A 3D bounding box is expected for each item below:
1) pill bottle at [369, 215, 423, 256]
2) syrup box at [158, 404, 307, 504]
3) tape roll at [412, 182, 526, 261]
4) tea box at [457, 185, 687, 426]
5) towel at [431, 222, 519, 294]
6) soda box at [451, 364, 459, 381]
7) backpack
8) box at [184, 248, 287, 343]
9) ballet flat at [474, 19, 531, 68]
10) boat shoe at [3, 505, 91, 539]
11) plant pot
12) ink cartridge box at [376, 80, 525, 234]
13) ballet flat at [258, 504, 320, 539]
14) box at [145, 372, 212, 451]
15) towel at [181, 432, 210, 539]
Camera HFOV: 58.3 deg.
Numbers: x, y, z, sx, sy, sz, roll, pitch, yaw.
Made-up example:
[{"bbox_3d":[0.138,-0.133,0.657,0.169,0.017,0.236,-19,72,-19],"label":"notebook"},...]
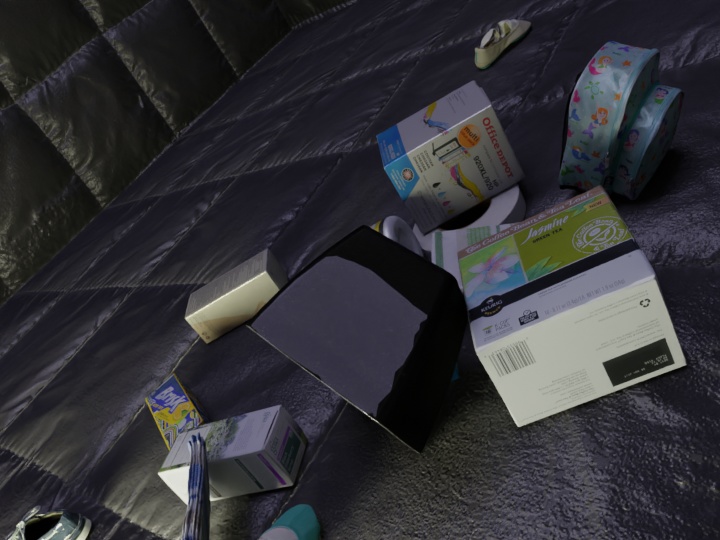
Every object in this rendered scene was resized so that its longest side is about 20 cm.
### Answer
[{"bbox_3d":[0.000,0.000,1.075,0.198,0.112,0.113,-27,29,27],"label":"pill bottle"},{"bbox_3d":[-0.180,0.263,0.914,0.197,0.082,0.079,-19,30,26],"label":"syrup box"},{"bbox_3d":[0.182,-0.088,1.102,0.200,0.037,0.204,-26,31,17],"label":"tape roll"},{"bbox_3d":[0.235,0.038,0.758,0.197,0.135,0.198,-25,30,16],"label":"tea box"},{"bbox_3d":[0.200,-0.015,0.936,0.196,0.031,0.150,-5,38,12],"label":"towel"},{"bbox_3d":[0.088,0.078,0.925,0.067,0.065,0.201,-26,31,15],"label":"soda box"},{"bbox_3d":[0.369,-0.214,0.926,0.149,0.202,0.178,23,59,34],"label":"backpack"},{"bbox_3d":[-0.248,0.051,1.304,0.198,0.078,0.096,-28,29,12],"label":"box"},{"bbox_3d":[0.357,-0.591,1.632,0.200,0.070,0.069,-45,30,-18],"label":"ballet flat"},{"bbox_3d":[-0.527,0.429,1.054,0.197,0.062,0.076,-17,35,30],"label":"boat shoe"},{"bbox_3d":[0.020,0.070,0.762,0.198,0.200,0.179,30,80,26],"label":"plant pot"},{"bbox_3d":[0.151,-0.195,1.101,0.198,0.148,0.146,-28,29,12],"label":"ink cartridge box"},{"bbox_3d":[-0.114,0.348,0.724,0.067,0.071,0.201,27,63,25],"label":"ballet flat"},{"bbox_3d":[-0.295,0.249,1.076,0.070,0.065,0.199,-41,29,-13],"label":"box"},{"bbox_3d":[-0.200,0.323,0.792,0.023,0.149,0.201,-2,32,-10],"label":"towel"}]
